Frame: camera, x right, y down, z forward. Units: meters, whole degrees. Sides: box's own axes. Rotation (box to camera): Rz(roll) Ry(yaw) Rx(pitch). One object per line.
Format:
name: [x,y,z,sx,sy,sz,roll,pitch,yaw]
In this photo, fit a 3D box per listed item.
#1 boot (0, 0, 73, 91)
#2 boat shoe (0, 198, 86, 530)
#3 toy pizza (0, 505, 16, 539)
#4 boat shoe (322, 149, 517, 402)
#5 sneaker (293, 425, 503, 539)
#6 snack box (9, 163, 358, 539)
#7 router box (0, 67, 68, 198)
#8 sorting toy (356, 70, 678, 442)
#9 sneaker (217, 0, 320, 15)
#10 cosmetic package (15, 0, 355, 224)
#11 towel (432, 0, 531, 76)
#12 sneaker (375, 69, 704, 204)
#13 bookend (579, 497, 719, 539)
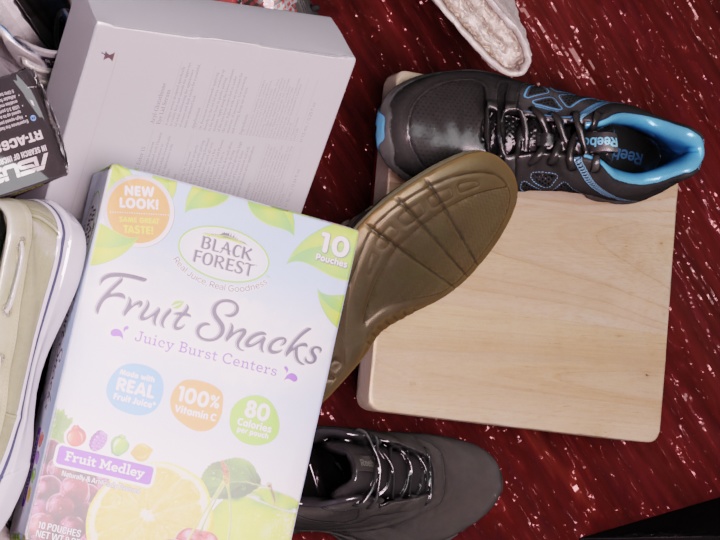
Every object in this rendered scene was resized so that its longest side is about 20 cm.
boot: [-0.176,-0.108,1.358,0.074,0.095,0.200,-45,105,-22]
boat shoe: [-0.202,0.056,1.250,0.062,0.072,0.201,17,89,-54]
toy pizza: [-0.147,0.188,1.308,0.199,0.032,0.201,6,78,-27]
boat shoe: [0.000,0.001,1.384,0.201,0.066,0.072,-45,117,-1]
sneaker: [0.001,0.125,1.425,0.199,0.091,0.076,0,73,-28]
snack box: [-0.093,0.060,1.291,0.142,0.053,0.201,15,82,-17]
router box: [-0.270,-0.040,1.277,0.199,0.150,0.062,-21,94,-26]
sorting toy: [0.087,-0.004,1.492,0.199,0.070,0.200,8,82,-25]
sneaker: [-0.058,-0.148,1.433,0.097,0.071,0.202,2,87,-25]
cosmetic package: [-0.106,-0.053,1.352,0.150,0.052,0.201,5,123,-27]
towel: [0.032,-0.208,1.453,0.034,0.133,0.200,-38,106,13]
sneaker: [0.106,-0.081,1.423,0.199,0.082,0.074,3,87,-24]
bookend: [0.273,0.182,1.494,0.199,0.199,0.093,-13,89,-27]
